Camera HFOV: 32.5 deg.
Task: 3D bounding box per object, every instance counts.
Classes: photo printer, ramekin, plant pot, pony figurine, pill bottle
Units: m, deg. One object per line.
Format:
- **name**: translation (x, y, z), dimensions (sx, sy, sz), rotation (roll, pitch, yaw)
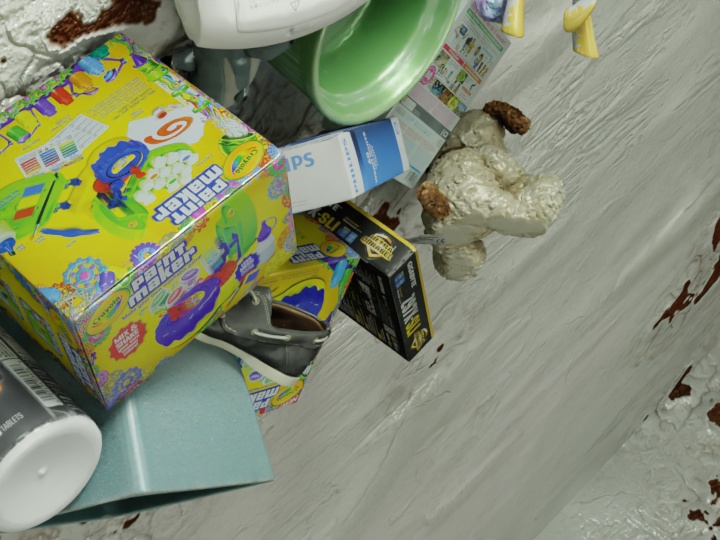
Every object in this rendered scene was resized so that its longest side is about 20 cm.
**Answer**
- **photo printer**: translation (-0.070, -0.270, 0.932), dimensions (0.165, 0.069, 0.201), rotation (-20, 126, -20)
- **ramekin**: translation (-0.005, -0.243, 1.125), dimensions (0.200, 0.097, 0.201), rotation (-39, 150, -27)
- **plant pot**: translation (-0.216, 0.106, 1.066), dimensions (0.195, 0.202, 0.195), rotation (-16, 167, 26)
- **pony figurine**: translation (0.181, -0.330, 1.205), dimensions (0.166, 0.192, 0.201), rotation (-16, 127, -55)
- **pill bottle**: translation (-0.296, 0.098, 0.944), dimensions (0.106, 0.200, 0.107), rotation (-36, 147, -28)

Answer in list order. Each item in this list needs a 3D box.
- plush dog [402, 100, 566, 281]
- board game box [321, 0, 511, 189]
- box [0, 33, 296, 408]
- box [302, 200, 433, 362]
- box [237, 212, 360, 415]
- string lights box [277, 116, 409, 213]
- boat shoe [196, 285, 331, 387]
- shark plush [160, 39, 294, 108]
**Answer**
- **plush dog**: translation (0.125, -0.111, 1.454), dimensions (0.160, 0.173, 0.200), rotation (29, 135, -29)
- **board game box**: translation (0.064, -0.202, 1.332), dimensions (0.201, 0.064, 0.147), rotation (-54, 155, 5)
- **box**: translation (-0.188, -0.043, 0.944), dimensions (0.200, 0.192, 0.122), rotation (-40, 151, -24)
- **box**: translation (0.000, 0.000, 1.364), dimensions (0.049, 0.159, 0.200), rotation (-44, 152, -17)
- **box**: translation (-0.134, 0.045, 1.240), dimensions (0.199, 0.122, 0.194), rotation (-14, 134, -52)
- **string lights box**: translation (-0.030, -0.099, 1.161), dimensions (0.200, 0.102, 0.059), rotation (-36, 113, -70)
- **boat shoe**: translation (-0.109, 0.030, 1.066), dimensions (0.068, 0.072, 0.199), rotation (-45, 129, 16)
- **shark plush**: translation (-0.138, -0.183, 1.062), dimensions (0.083, 0.091, 0.200), rotation (2, 144, -37)
